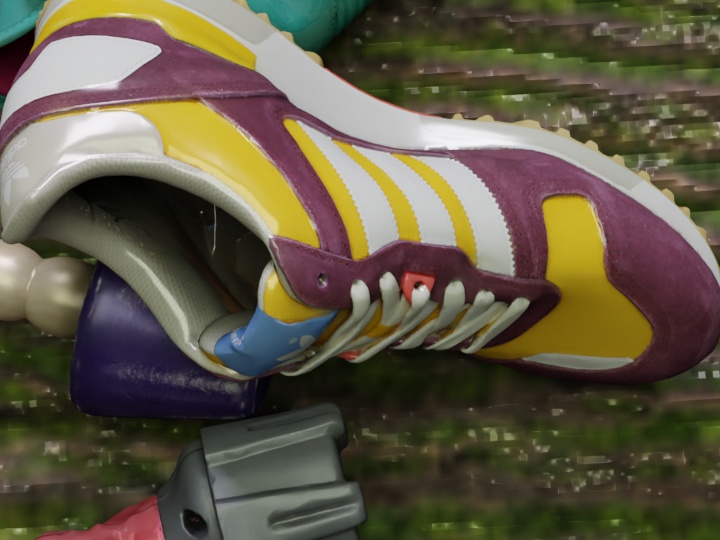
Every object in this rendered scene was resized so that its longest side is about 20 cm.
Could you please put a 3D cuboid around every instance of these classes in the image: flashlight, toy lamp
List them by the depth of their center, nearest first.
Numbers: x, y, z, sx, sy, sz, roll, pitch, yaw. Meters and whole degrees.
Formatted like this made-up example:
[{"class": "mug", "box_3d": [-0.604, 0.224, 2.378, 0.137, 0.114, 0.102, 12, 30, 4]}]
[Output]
[{"class": "flashlight", "box_3d": [-0.097, 0.079, 0.774, 0.199, 0.068, 0.068, -15, 74, 0]}, {"class": "toy lamp", "box_3d": [-0.119, -0.002, 0.799, 0.199, 0.058, 0.059, 14, 77, 7]}]

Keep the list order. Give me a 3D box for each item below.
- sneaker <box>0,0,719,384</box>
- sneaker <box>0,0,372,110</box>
[{"class": "sneaker", "box_3d": [0.000, 0.000, 0.755, 0.199, 0.075, 0.090, 22, 46, -11]}, {"class": "sneaker", "box_3d": [-0.087, -0.108, 0.813, 0.199, 0.084, 0.121, 29, 70, 7]}]
